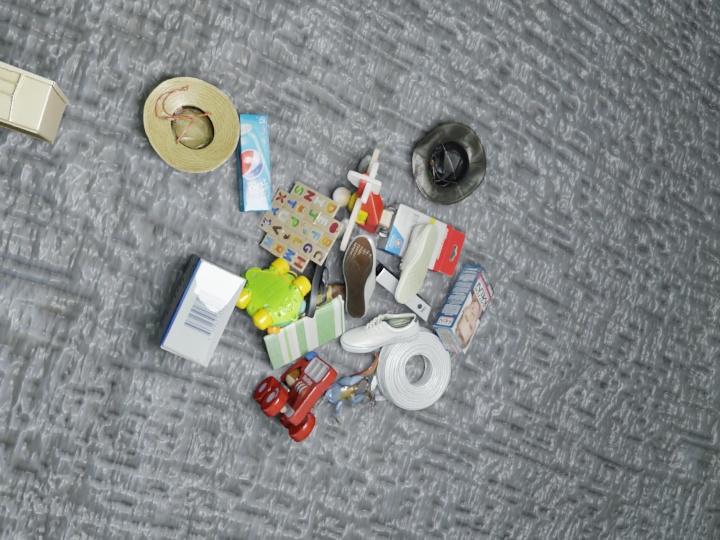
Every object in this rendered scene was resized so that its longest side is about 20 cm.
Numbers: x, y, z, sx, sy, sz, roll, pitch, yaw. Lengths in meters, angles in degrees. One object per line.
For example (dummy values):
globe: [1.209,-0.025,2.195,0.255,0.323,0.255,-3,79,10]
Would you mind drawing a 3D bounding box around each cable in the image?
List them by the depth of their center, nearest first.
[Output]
cable: [0.132,0.242,1.494,0.194,0.069,0.207,11,90,-21]

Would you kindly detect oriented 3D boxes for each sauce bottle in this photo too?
sauce bottle: [-0.079,0.073,1.404,0.196,0.064,0.066,-28,103,-20]

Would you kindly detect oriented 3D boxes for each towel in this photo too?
towel: [-0.123,0.142,1.364,0.196,0.154,0.024,-27,59,-17]

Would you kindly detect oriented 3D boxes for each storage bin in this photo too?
storage bin: [-0.649,-0.314,1.080,0.194,0.199,0.096,18,90,-21]

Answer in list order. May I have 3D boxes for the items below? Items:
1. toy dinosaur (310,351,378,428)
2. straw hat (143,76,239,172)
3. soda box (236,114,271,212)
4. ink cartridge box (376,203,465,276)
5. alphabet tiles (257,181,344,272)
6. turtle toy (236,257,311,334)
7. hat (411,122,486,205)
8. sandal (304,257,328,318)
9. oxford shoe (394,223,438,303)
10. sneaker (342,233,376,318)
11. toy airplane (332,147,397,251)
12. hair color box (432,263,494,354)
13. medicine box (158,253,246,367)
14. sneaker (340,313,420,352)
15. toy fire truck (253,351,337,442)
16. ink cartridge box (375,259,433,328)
toy dinosaur: [-0.052,0.298,1.426,0.176,0.201,0.108,-7,118,22]
straw hat: [-0.350,-0.293,1.260,0.195,0.085,0.208,2,83,-13]
soda box: [-0.235,-0.232,1.317,0.062,0.068,0.207,-4,96,-21]
ink cartridge box: [0.150,-0.072,1.479,0.196,0.067,0.119,22,86,-21]
alphabet tiles: [-0.133,-0.098,1.320,0.169,0.197,0.006,-58,152,-3]
turtle toy: [-0.195,0.055,1.288,0.145,0.199,0.102,-38,144,-21]
hat: [0.210,-0.259,1.485,0.194,0.081,0.208,-1,94,-12]
sandal: [-0.086,0.024,1.333,0.042,0.203,0.077,16,129,-4]
oxford shoe: [0.121,-0.018,1.395,0.075,0.057,0.205,43,65,-51]
sneaker: [0.000,0.000,1.346,0.071,0.085,0.205,13,121,9]
toy airplane: [-0.004,-0.162,1.355,0.137,0.200,0.205,12,113,20]
hair color box: [0.258,0.093,1.491,0.202,0.059,0.101,-58,133,-28]
medicine box: [-0.329,0.075,1.232,0.101,0.199,0.186,26,85,-20]
sneaker: [0.045,0.138,1.431,0.194,0.074,0.072,-12,130,-6]
toy fire truck: [-0.135,0.260,1.321,0.112,0.199,0.169,45,79,-19]
ink cartridge box: [0.105,0.054,1.453,0.199,0.100,0.039,41,94,-20]
